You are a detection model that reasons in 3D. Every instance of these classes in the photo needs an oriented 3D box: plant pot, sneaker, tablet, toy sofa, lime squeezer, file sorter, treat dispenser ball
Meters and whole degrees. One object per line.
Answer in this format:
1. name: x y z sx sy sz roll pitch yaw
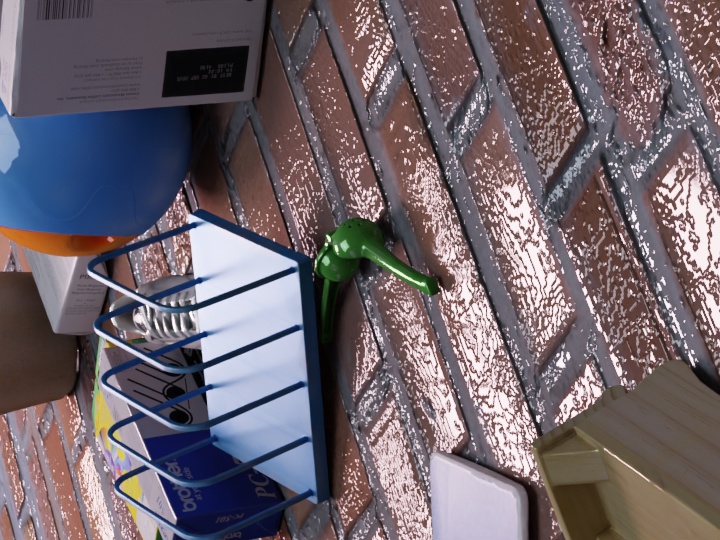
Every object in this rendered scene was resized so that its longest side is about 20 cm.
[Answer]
1. plant pot: -0.396 0.077 2.222 0.200 0.183 0.202 173 90 -65
2. sneaker: -0.135 0.036 1.758 0.200 0.080 0.077 -6 88 63
3. tablet: 0.080 0.225 1.406 0.130 0.014 0.201 -164 70 -65
4. toy sofa: 0.180 0.129 1.097 0.200 0.097 0.083 35 152 59
5. lime squeezer: 0.000 0.000 1.516 0.071 0.038 0.200 51 155 -6
6. file sorter: -0.118 0.081 1.615 0.139 0.122 0.201 24 126 47
7. treat dispenser ball: -0.240 -0.112 1.802 0.201 0.200 0.202 173 90 -66

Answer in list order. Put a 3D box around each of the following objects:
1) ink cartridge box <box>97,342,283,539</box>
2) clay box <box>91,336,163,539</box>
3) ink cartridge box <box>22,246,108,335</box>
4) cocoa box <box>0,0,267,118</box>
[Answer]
1. ink cartridge box: -0.142 0.140 1.783 0.200 0.094 0.044 -119 33 -42
2. clay box: -0.193 0.150 1.955 0.200 0.047 0.115 -121 34 -45
3. ink cartridge box: -0.280 -0.062 2.108 0.200 0.057 0.163 -63 39 38
4. cocoa box: -0.186 -0.210 1.659 0.131 0.199 0.134 -125 37 -48
